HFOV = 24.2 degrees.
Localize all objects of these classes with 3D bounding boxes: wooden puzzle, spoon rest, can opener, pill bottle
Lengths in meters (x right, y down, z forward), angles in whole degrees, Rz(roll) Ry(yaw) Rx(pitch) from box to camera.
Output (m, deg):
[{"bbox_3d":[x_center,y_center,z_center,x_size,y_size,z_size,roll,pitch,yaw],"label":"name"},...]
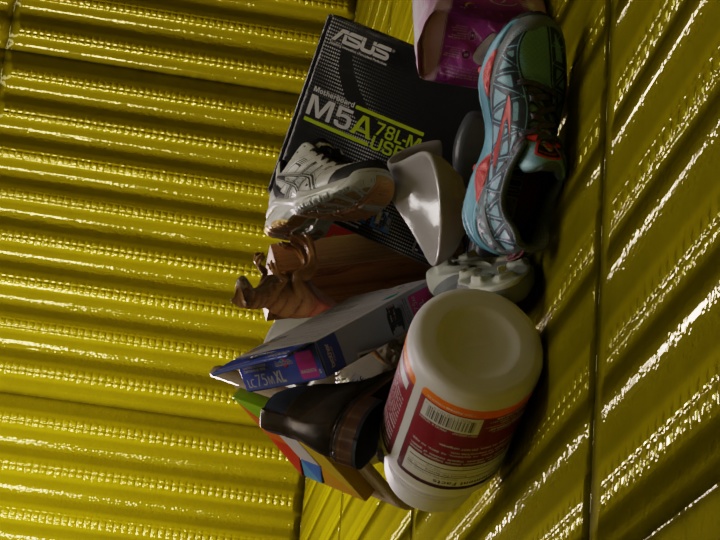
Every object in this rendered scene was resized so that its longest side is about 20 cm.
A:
[{"bbox_3d":[-0.054,0.177,1.739,0.037,0.200,0.184,-53,28,-16],"label":"wooden puzzle"},{"bbox_3d":[0.058,-0.070,1.519,0.200,0.060,0.101,-102,10,-71],"label":"spoon rest"},{"bbox_3d":[0.107,-0.048,1.567,0.053,0.066,0.202,-101,20,-76],"label":"can opener"},{"bbox_3d":[0.077,0.115,1.401,0.201,0.112,0.114,106,171,-52],"label":"pill bottle"}]

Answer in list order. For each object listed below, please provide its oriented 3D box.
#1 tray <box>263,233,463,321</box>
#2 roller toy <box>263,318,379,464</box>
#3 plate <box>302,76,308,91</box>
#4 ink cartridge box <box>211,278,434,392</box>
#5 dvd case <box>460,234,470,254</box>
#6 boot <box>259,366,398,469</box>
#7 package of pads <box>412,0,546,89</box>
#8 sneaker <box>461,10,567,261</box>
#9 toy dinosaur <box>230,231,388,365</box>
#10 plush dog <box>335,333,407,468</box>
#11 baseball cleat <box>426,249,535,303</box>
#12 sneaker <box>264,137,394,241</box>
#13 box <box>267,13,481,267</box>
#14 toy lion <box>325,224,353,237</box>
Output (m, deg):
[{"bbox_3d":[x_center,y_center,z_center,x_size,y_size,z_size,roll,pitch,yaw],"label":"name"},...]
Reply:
[{"bbox_3d":[0.000,0.000,1.740,0.099,0.198,0.037,106,153,-56],"label":"tray"},{"bbox_3d":[-0.011,0.122,1.888,0.139,0.181,0.202,18,122,46],"label":"roller toy"},{"bbox_3d":[0.023,-0.126,1.823,0.032,0.197,0.201,-118,31,-44],"label":"plate"},{"bbox_3d":[-0.028,0.064,1.537,0.119,0.199,0.042,-15,97,47],"label":"ink cartridge box"},{"bbox_3d":[0.110,-0.050,1.809,0.200,0.016,0.151,-162,81,-85],"label":"dvd case"},{"bbox_3d":[-0.013,0.115,1.499,0.200,0.096,0.076,-27,-52,-69],"label":"boot"},{"bbox_3d":[0.108,-0.240,1.558,0.201,0.119,0.076,-90,10,-59],"label":"package of pads"},{"bbox_3d":[0.143,-0.106,1.357,0.095,0.078,0.202,-147,60,-64],"label":"sneaker"},{"bbox_3d":[-0.057,0.024,1.639,0.060,0.199,0.108,-9,71,46],"label":"toy dinosaur"},{"bbox_3d":[0.038,0.144,1.749,0.201,0.159,0.173,-85,-20,-44],"label":"plush dog"},{"bbox_3d":[0.114,0.034,1.467,0.200,0.069,0.108,-155,47,-78],"label":"baseball cleat"},{"bbox_3d":[-0.035,-0.089,1.592,0.199,0.075,0.089,-17,65,57],"label":"sneaker"},{"bbox_3d":[0.028,-0.130,1.674,0.195,0.198,0.047,-69,-15,13],"label":"box"},{"bbox_3d":[0.018,-0.110,1.759,0.069,0.189,0.201,-86,11,-55],"label":"toy lion"}]
